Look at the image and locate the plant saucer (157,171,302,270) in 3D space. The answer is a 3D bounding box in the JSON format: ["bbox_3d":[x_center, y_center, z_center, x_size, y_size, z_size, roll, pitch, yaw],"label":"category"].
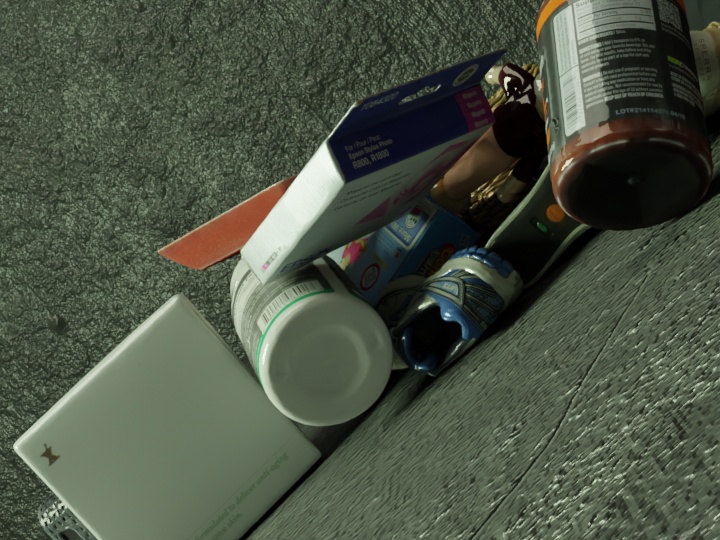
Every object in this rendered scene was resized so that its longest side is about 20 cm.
[{"bbox_3d":[-0.059,-0.061,1.208,0.199,0.037,0.199,-26,1,45],"label":"plant saucer"}]

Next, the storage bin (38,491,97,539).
[{"bbox_3d":[-0.233,0.239,1.383,0.094,0.135,0.200,-41,4,21],"label":"storage bin"}]

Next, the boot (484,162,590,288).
[{"bbox_3d":[0.191,-0.081,1.079,0.200,0.072,0.144,-45,1,32],"label":"boot"}]

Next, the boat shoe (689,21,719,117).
[{"bbox_3d":[0.280,-0.156,1.020,0.069,0.074,0.200,-12,3,21],"label":"boat shoe"}]

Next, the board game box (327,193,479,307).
[{"bbox_3d":[0.000,0.000,1.258,0.196,0.056,0.200,-56,31,8],"label":"board game box"}]

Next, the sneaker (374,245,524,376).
[{"bbox_3d":[0.050,0.048,1.082,0.085,0.077,0.200,-54,7,-33],"label":"sneaker"}]

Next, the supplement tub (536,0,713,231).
[{"bbox_3d":[0.176,-0.135,0.888,0.107,0.106,0.201,-39,40,44],"label":"supplement tub"}]

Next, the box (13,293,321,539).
[{"bbox_3d":[-0.178,0.162,1.199,0.199,0.200,0.171,-43,2,-12],"label":"box"}]

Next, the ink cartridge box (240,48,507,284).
[{"bbox_3d":[0.020,-0.084,1.052,0.196,0.043,0.200,-27,-14,-43],"label":"ink cartridge box"}]

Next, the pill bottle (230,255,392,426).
[{"bbox_3d":[-0.050,0.045,1.121,0.113,0.113,0.200,-43,23,1],"label":"pill bottle"}]

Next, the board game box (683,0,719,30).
[{"bbox_3d":[0.289,-0.219,1.290,0.103,0.105,0.200,-43,5,-17],"label":"board game box"}]

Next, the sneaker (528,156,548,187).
[{"bbox_3d":[0.237,-0.136,1.194,0.199,0.073,0.112,-25,-22,0],"label":"sneaker"}]

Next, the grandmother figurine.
[{"bbox_3d":[0.130,-0.121,1.112,0.060,0.122,0.200,-9,-11,-34],"label":"grandmother figurine"}]

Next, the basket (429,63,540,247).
[{"bbox_3d":[0.177,-0.088,1.332,0.200,0.149,0.143,-43,37,-13],"label":"basket"}]
